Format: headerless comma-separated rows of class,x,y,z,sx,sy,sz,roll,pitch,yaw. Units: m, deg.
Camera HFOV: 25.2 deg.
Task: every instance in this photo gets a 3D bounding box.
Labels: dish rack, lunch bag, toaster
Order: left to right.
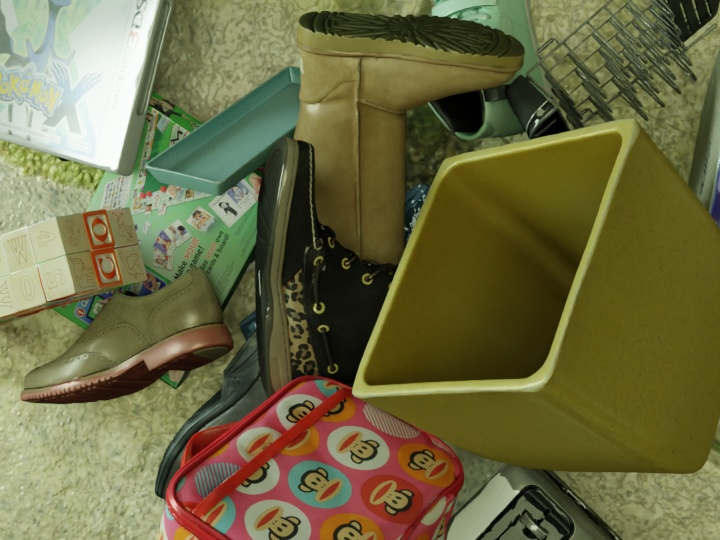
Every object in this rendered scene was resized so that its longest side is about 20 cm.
lunch bag,-0.042,0.158,1.100,0.175,0.200,0.082,30,127,19
toaster,0.147,0.239,1.230,0.119,0.200,0.181,-45,81,2
dish rack,0.204,-0.157,1.224,0.200,0.153,0.055,-41,65,4

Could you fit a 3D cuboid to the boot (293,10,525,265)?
boot,0.028,-0.088,1.199,0.173,0.066,0.202,8,120,9

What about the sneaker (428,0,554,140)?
sneaker,0.079,-0.197,1.238,0.073,0.118,0.202,-21,92,37

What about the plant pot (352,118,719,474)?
plant pot,0.152,0.043,1.109,0.199,0.193,0.197,35,65,-30

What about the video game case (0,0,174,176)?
video game case,-0.235,-0.184,1.272,0.199,0.022,0.184,17,94,34

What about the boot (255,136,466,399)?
boot,0.000,0.000,1.179,0.149,0.073,0.202,-1,108,-10

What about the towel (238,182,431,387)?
towel,0.011,0.027,1.294,0.199,0.049,0.112,-38,90,5

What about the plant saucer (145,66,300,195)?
plant saucer,-0.079,-0.108,1.230,0.069,0.200,0.019,13,123,27

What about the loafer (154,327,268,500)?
loafer,-0.094,0.124,1.274,0.072,0.073,0.200,39,119,4

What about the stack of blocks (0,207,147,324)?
stack of blocks,-0.262,0.005,1.244,0.199,0.115,0.059,-16,90,32

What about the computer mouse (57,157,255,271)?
computer mouse,-0.147,-0.077,1.302,0.200,0.044,0.110,40,113,-1

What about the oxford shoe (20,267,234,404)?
oxford shoe,-0.190,0.056,1.280,0.199,0.070,0.075,-20,76,22

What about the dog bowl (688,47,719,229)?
dog bowl,0.291,-0.068,1.192,0.078,0.200,0.202,9,93,6

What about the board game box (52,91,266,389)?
board game box,-0.156,-0.022,1.283,0.134,0.029,0.201,33,114,4
